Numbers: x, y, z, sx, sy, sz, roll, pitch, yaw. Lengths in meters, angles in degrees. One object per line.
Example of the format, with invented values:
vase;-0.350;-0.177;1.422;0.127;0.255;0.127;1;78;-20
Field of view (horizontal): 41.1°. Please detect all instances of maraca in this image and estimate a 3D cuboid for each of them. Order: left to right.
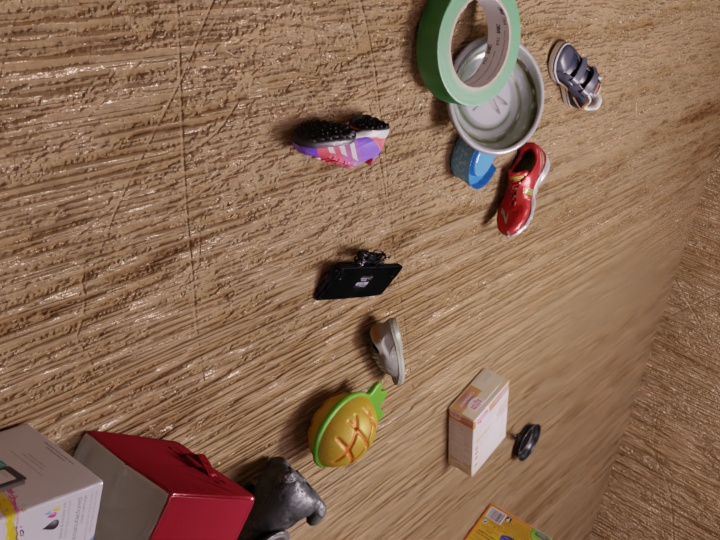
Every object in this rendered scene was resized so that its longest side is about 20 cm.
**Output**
maraca;-0.017;0.269;1.676;0.200;0.107;0.138;-26;135;-48

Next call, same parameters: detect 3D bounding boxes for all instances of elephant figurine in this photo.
elephant figurine;-0.162;0.409;1.546;0.200;0.141;0.155;-42;117;-7

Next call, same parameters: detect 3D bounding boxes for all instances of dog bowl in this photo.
dog bowl;0.228;-0.247;1.741;0.201;0.049;0.111;-62;150;-4

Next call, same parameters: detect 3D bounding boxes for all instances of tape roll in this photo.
tape roll;0.174;-0.363;1.521;0.200;0.048;0.202;-19;119;-39

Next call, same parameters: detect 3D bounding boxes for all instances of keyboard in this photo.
keyboard;0.000;0.000;1.592;0.104;0.040;0.200;-50;157;22

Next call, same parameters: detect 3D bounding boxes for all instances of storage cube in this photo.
storage cube;-0.279;0.325;1.237;0.180;0.170;0.201;25;91;-59

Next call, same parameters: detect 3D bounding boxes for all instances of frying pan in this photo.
frying pan;0.443;0.478;2.645;0.190;0.031;0.116;-6;116;-53

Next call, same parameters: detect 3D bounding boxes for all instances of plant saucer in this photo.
plant saucer;0.222;-0.298;1.643;0.199;0.050;0.202;-3;97;-27

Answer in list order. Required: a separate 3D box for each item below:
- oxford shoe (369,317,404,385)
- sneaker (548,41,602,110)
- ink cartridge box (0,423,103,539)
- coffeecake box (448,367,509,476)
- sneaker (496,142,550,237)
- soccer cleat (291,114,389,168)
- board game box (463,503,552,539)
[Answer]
oxford shoe;0.049;0.150;1.750;0.057;0.076;0.200;-14;148;-1
sneaker;0.443;-0.393;1.948;0.079;0.079;0.200;-61;149;-5
ink cartridge box;-0.407;0.281;1.023;0.200;0.146;0.148;-13;122;-54
coffeecake box;0.275;0.354;2.240;0.153;0.073;0.201;-41;143;-35
sneaker;0.314;-0.167;1.927;0.085;0.077;0.201;38;69;-55
soccer cleat;-0.029;-0.175;1.371;0.200;0.068;0.074;-21;133;-54
board game box;0.389;0.811;2.637;0.200;0.199;0.201;-44;144;-31
